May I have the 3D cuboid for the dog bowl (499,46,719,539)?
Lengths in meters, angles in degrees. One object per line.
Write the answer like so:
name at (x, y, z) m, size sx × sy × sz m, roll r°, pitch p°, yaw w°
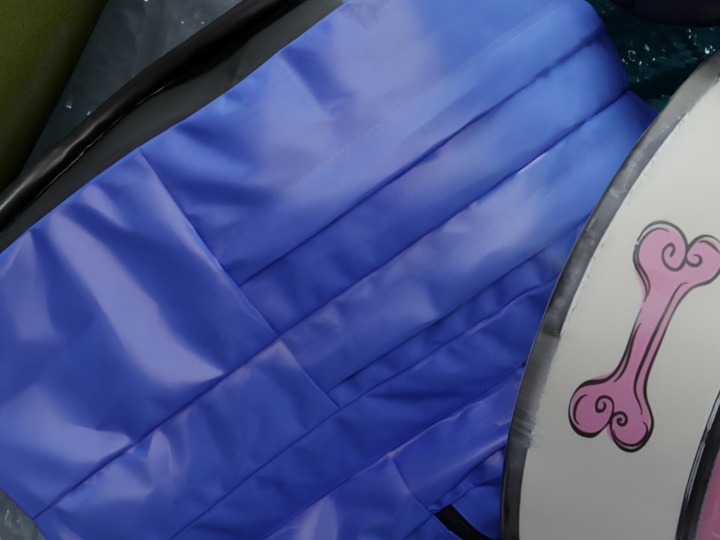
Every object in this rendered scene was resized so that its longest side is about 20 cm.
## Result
dog bowl at (0.127, 0.028, 0.738) m, size 0.074 × 0.200 × 0.200 m, roll 28°, pitch 87°, yaw 32°

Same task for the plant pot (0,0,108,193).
plant pot at (-0.168, -0.068, 0.779) m, size 0.200 × 0.200 × 0.193 m, roll 43°, pitch 93°, yaw 8°

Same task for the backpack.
backpack at (0.000, 0.000, 0.776) m, size 0.200 × 0.163 × 0.168 m, roll -41°, pitch 94°, yaw 11°

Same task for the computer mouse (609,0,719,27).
computer mouse at (0.125, -0.101, 0.770) m, size 0.140 × 0.200 × 0.046 m, roll -10°, pitch 99°, yaw -1°
